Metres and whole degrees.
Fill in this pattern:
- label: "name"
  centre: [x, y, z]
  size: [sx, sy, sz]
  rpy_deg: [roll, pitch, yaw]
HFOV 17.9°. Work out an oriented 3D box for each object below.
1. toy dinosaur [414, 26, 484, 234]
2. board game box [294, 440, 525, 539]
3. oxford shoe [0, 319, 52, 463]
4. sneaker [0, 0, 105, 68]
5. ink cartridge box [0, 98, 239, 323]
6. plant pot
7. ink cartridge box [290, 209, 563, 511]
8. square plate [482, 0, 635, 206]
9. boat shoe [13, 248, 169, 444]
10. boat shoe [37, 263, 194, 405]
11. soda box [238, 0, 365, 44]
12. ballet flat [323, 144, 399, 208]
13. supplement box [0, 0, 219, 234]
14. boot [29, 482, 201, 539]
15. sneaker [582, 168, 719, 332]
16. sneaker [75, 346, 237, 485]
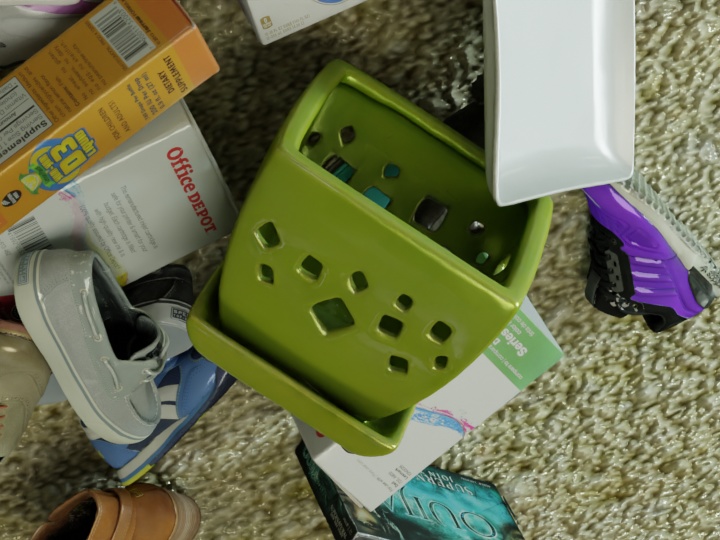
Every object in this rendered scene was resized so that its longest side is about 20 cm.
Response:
- label: "toy dinosaur"
  centre: [0.093, -0.089, 1.744]
  size: [0.077, 0.102, 0.200]
  rpy_deg: [-7, 145, -52]
- label: "board game box"
  centre: [0.051, 0.205, 1.894]
  size: [0.199, 0.135, 0.028]
  rpy_deg: [18, 115, -31]
- label: "oxford shoe"
  centre: [-0.262, 0.097, 1.656]
  size: [0.070, 0.074, 0.200]
  rpy_deg: [12, 152, -6]
- label: "sneaker"
  centre: [-0.180, -0.193, 1.569]
  size: [0.199, 0.078, 0.140]
  rpy_deg: [-17, 133, -5]
- label: "ink cartridge box"
  centre: [-0.201, -0.051, 1.624]
  size: [0.199, 0.083, 0.146]
  rpy_deg: [-26, 148, -3]
- label: "plant pot"
  centre: [0.000, 0.000, 1.604]
  size: [0.199, 0.199, 0.182]
  rpy_deg: [32, 115, -2]
- label: "ink cartridge box"
  centre: [0.037, 0.066, 1.783]
  size: [0.200, 0.145, 0.084]
  rpy_deg: [-39, 129, 8]
- label: "square plate"
  centre: [0.140, -0.156, 1.650]
  size: [0.198, 0.028, 0.201]
  rpy_deg: [-13, 104, -54]
- label: "boat shoe"
  centre: [-0.174, 0.056, 1.616]
  size: [0.071, 0.070, 0.201]
  rpy_deg: [-8, 140, 18]
- label: "boat shoe"
  centre: [-0.212, 0.044, 1.719]
  size: [0.199, 0.068, 0.074]
  rpy_deg: [-22, 143, 26]
- label: "soda box"
  centre: [0.003, -0.237, 1.609]
  size: [0.199, 0.064, 0.068]
  rpy_deg: [-25, 128, -5]
- label: "ballet flat"
  centre: [-0.033, -0.032, 1.738]
  size: [0.068, 0.067, 0.201]
  rpy_deg: [21, 113, -26]
- label: "supplement box"
  centre: [-0.195, -0.108, 1.525]
  size: [0.200, 0.069, 0.067]
  rpy_deg: [-36, 153, -4]
- label: "boot"
  centre: [-0.219, 0.254, 1.820]
  size: [0.200, 0.077, 0.155]
  rpy_deg: [-51, 155, 12]
- label: "sneaker"
  centre: [0.215, -0.012, 1.849]
  size: [0.099, 0.070, 0.200]
  rpy_deg: [-39, 128, 11]
- label: "sneaker"
  centre: [-0.148, 0.082, 1.745]
  size: [0.082, 0.074, 0.200]
  rpy_deg: [46, 121, 1]
